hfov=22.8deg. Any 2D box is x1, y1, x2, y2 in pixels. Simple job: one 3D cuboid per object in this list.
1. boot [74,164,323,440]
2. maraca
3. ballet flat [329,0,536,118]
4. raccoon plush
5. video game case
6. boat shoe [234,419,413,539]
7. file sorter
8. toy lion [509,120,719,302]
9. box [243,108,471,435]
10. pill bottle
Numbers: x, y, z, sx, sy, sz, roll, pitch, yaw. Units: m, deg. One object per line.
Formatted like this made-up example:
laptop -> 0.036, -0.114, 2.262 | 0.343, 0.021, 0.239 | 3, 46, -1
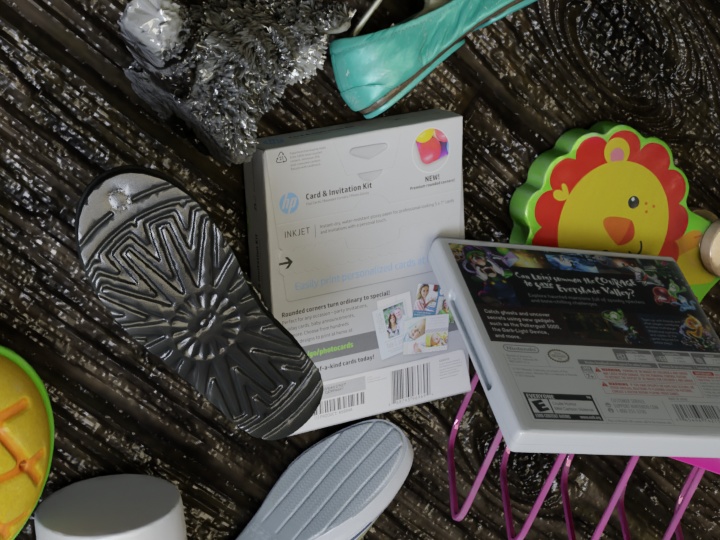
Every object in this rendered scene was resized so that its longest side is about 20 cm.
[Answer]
boot -> -0.116, 0.003, 1.097 | 0.079, 0.158, 0.212 | -36, 121, -4
maraca -> -0.260, 0.136, 1.079 | 0.137, 0.107, 0.201 | 21, 92, -30
ballet flat -> 0.060, -0.182, 1.203 | 0.200, 0.067, 0.071 | -36, 104, -19
raccoon plush -> -0.066, -0.147, 1.082 | 0.097, 0.200, 0.134 | 41, 79, 2
video game case -> 0.160, 0.052, 1.205 | 0.199, 0.182, 0.023 | 4, 132, -25
boat shoe -> -0.039, 0.187, 1.252 | 0.200, 0.072, 0.062 | -43, 144, -9
file sorter -> 0.170, 0.131, 1.261 | 0.199, 0.139, 0.126 | 19, 113, -8
toy lion -> 0.188, -0.001, 1.329 | 0.191, 0.069, 0.201 | 22, 92, -25
box -> 0.000, 0.000, 1.230 | 0.155, 0.041, 0.201 | -12, 110, -27
pill bottle -> -0.152, 0.243, 1.166 | 0.113, 0.114, 0.201 | -14, 109, -26
